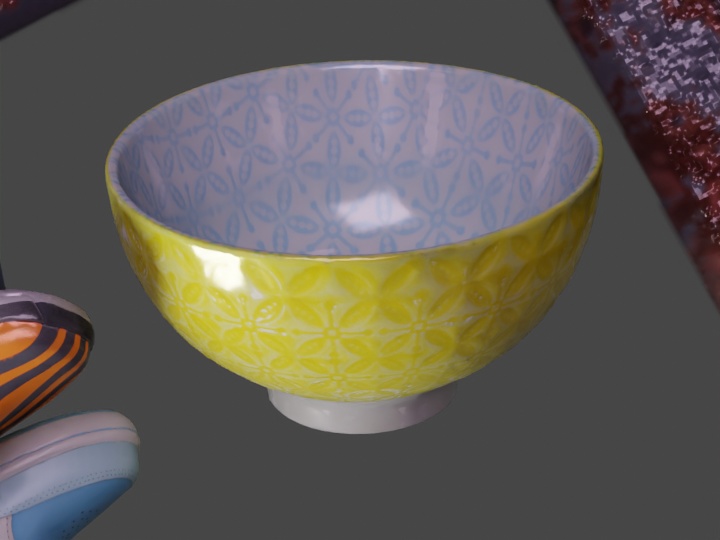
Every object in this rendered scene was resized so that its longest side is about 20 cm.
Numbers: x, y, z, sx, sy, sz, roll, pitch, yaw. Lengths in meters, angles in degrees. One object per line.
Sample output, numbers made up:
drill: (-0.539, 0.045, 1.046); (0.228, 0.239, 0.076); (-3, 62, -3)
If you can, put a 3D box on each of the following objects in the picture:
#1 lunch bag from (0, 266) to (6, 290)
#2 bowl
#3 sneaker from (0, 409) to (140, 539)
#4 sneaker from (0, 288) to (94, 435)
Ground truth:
lunch bag: (-0.228, -0.021, 1.112); (0.131, 0.136, 0.201); (-13, 72, 5)
bowl: (0.000, 0.000, 1.075); (0.198, 0.200, 0.108); (2, 115, 9)
sneaker: (-0.151, 0.155, 1.078); (0.199, 0.080, 0.131); (-35, 69, 7)
sneaker: (-0.177, 0.093, 1.022); (0.199, 0.077, 0.113); (-31, 54, 23)
